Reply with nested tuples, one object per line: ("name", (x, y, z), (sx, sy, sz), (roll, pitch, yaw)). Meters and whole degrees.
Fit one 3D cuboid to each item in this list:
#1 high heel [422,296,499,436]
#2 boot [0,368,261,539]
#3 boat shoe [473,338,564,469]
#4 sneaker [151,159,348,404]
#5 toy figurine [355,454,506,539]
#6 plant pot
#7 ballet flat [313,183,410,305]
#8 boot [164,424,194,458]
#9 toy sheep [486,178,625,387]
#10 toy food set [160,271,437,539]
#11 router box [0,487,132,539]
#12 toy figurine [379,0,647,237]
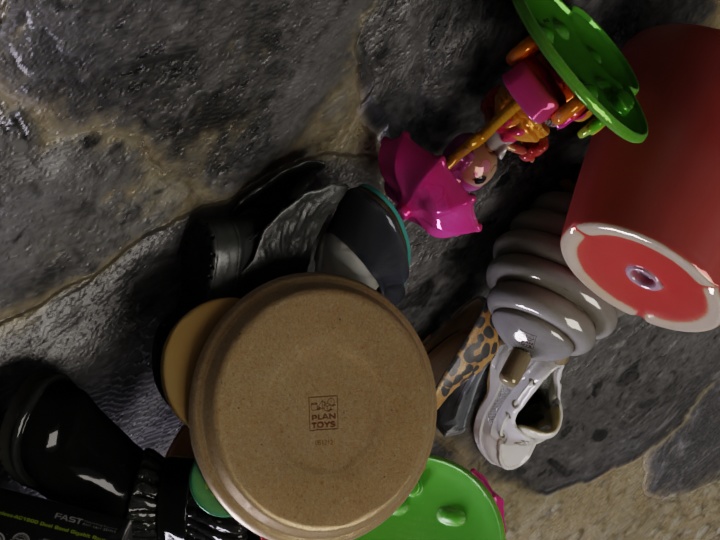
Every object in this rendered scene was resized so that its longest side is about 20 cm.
("high heel", (0.032, 0.095, 1.746), (0.199, 0.071, 0.143), (-17, 134, -40))
("boot", (-0.154, 0.149, 1.482), (0.080, 0.157, 0.211), (-66, 155, -21))
("boat shoe", (0.154, 0.133, 1.923), (0.071, 0.069, 0.201), (-31, 148, -22))
("sneaker", (-0.082, 0.013, 1.506), (0.104, 0.060, 0.201), (-12, 134, -35))
("toy figurine", (0.054, 0.232, 1.881), (0.184, 0.199, 0.151), (1, 96, -74))
("plant pot", (0.256, -0.063, 1.620), (0.178, 0.199, 0.201), (-60, 155, -21))
("ballet flat", (0.000, 0.000, 1.545), (0.073, 0.073, 0.200), (-38, 165, -9))
("boot", (-0.083, 0.109, 1.559), (0.200, 0.077, 0.155), (-42, 174, -11))
("toy sheep", (0.165, 0.010, 1.725), (0.201, 0.137, 0.138), (-67, 155, -19))
("toy food set", (-0.036, 0.102, 1.466), (0.199, 0.199, 0.049), (-19, -174, -25))
("router box", (-0.243, 0.241, 1.513), (0.201, 0.149, 0.062), (95, 11, -50))
("toy figurine", (0.099, -0.106, 1.531), (0.184, 0.150, 0.200), (-39, 177, 20))
